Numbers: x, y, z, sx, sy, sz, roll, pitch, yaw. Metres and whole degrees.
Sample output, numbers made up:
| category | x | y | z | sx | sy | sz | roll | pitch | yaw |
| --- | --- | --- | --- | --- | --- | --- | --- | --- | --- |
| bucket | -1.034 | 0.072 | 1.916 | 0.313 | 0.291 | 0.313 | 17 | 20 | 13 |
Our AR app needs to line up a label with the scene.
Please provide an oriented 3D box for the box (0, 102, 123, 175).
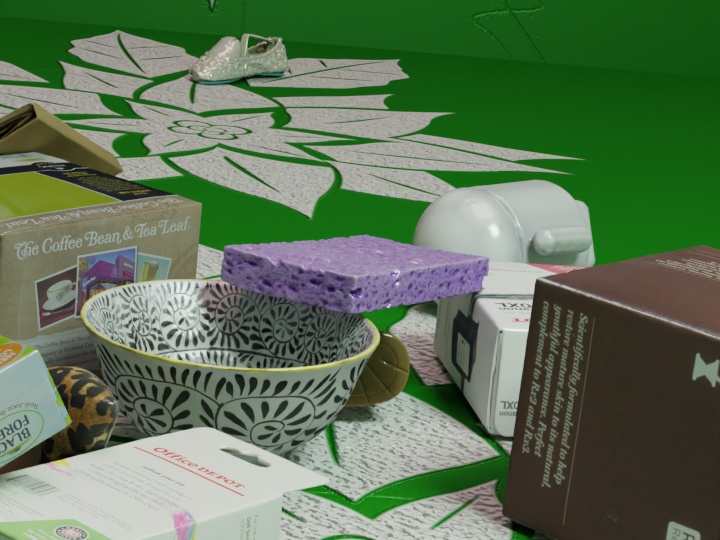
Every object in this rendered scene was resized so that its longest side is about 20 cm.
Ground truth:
| category | x | y | z | sx | sy | sz | roll | pitch | yaw |
| --- | --- | --- | --- | --- | --- | --- | --- | --- | --- |
| box | -0.302 | -0.072 | 1.592 | 0.163 | 0.021 | 0.200 | -29 | -15 | 7 |

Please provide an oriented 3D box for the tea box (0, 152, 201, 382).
| category | x | y | z | sx | sy | sz | roll | pitch | yaw |
| --- | --- | --- | --- | --- | --- | --- | --- | --- | --- |
| tea box | -0.257 | 0.001 | 1.422 | 0.196 | 0.135 | 0.199 | 17 | 18 | 38 |

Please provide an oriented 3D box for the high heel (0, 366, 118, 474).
| category | x | y | z | sx | sy | sz | roll | pitch | yaw |
| --- | --- | --- | --- | --- | --- | --- | --- | --- | --- |
| high heel | -0.236 | 0.096 | 1.117 | 0.142 | 0.072 | 0.200 | 2 | -13 | -35 |

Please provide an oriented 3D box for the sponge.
| category | x | y | z | sx | sy | sz | roll | pitch | yaw |
| --- | --- | --- | --- | --- | --- | --- | --- | --- | --- |
| sponge | 0.000 | 0.000 | 1.386 | 0.111 | 0.030 | 0.200 | 12 | 10 | 30 |

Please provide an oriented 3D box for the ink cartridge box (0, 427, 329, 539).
| category | x | y | z | sx | sy | sz | roll | pitch | yaw |
| --- | --- | --- | --- | --- | --- | --- | --- | --- | --- |
| ink cartridge box | -0.123 | 0.148 | 1.048 | 0.117 | 0.068 | 0.199 | 18 | 19 | 41 |

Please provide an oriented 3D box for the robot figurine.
| category | x | y | z | sx | sy | sz | roll | pitch | yaw |
| --- | --- | --- | --- | --- | --- | --- | --- | --- | --- |
| robot figurine | 0.126 | -0.021 | 1.705 | 0.199 | 0.114 | 0.169 | -8 | -3 | -44 |

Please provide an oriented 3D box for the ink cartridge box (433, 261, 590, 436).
| category | x | y | z | sx | sy | sz | roll | pitch | yaw |
| --- | --- | --- | --- | --- | --- | --- | --- | --- | --- |
| ink cartridge box | 0.148 | 0.058 | 1.471 | 0.144 | 0.085 | 0.200 | 3 | 15 | -11 |

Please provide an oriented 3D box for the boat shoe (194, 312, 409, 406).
| category | x | y | z | sx | sy | sz | roll | pitch | yaw |
| --- | --- | --- | --- | --- | --- | --- | --- | --- | --- |
| boat shoe | -0.066 | 0.068 | 1.394 | 0.199 | 0.075 | 0.066 | 6 | 1 | -4 |

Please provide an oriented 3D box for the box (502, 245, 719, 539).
| category | x | y | z | sx | sy | sz | roll | pitch | yaw |
| --- | --- | --- | --- | --- | --- | --- | --- | --- | --- |
| box | 0.222 | 0.089 | 1.221 | 0.164 | 0.167 | 0.199 | 20 | 19 | 39 |

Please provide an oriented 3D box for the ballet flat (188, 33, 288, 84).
| category | x | y | z | sx | sy | sz | roll | pitch | yaw |
| --- | --- | --- | --- | --- | --- | --- | --- | --- | --- |
| ballet flat | -0.180 | -0.313 | 2.792 | 0.071 | 0.072 | 0.200 | 16 | 18 | 33 |

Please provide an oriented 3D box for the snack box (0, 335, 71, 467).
| category | x | y | z | sx | sy | sz | roll | pitch | yaw |
| --- | --- | --- | --- | --- | --- | --- | --- | --- | --- |
| snack box | -0.273 | 0.099 | 1.017 | 0.199 | 0.053 | 0.142 | -32 | 25 | -26 |

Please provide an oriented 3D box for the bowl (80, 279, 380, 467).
| category | x | y | z | sx | sy | sz | roll | pitch | yaw |
| --- | --- | --- | --- | --- | --- | --- | --- | --- | --- |
| bowl | -0.090 | 0.078 | 1.277 | 0.199 | 0.095 | 0.201 | 6 | 14 | -1 |
